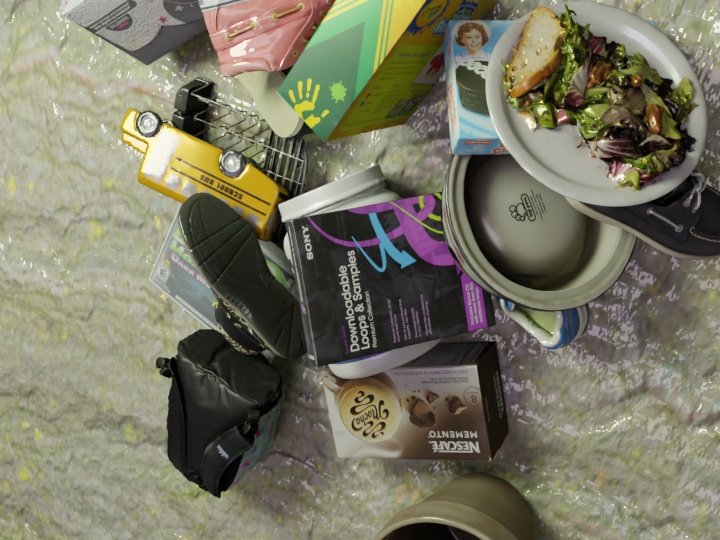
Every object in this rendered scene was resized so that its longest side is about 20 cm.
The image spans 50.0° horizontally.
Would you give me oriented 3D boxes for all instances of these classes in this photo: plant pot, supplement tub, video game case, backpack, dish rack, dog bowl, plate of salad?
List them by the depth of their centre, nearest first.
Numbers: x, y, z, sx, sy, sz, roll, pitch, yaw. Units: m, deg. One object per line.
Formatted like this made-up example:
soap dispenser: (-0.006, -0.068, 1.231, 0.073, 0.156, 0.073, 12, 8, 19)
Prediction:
plate of salad: (0.204, -0.151, 0.653, 0.199, 0.201, 0.048, 39, 160, 9)
dog bowl: (0.165, -0.058, 0.749, 0.195, 0.074, 0.205, 2, 81, -13)
supplement tub: (0.000, 0.000, 0.854, 0.143, 0.145, 0.204, -18, 97, 28)
plant pot: (0.123, 0.325, 0.877, 0.196, 0.173, 0.205, 8, 109, 23)
dish rack: (-0.151, -0.130, 0.940, 0.197, 0.054, 0.156, 23, 115, 15)
video game case: (-0.163, 0.014, 0.969, 0.199, 0.023, 0.183, 39, 130, 3)
backpack: (-0.175, 0.190, 0.995, 0.166, 0.126, 0.203, 33, 128, 24)

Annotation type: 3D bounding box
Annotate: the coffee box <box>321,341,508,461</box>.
coffee box: (0.064, 0.153, 0.906, 0.196, 0.080, 0.116, -5, 102, 26)

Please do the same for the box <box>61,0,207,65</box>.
box: (-0.216, -0.336, 0.842, 0.197, 0.131, 0.117, -20, 68, 28)

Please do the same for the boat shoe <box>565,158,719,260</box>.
boat shoe: (0.283, -0.064, 0.703, 0.196, 0.074, 0.063, 16, 157, -12)

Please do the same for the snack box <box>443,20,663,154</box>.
snack box: (0.177, -0.168, 0.706, 0.195, 0.037, 0.119, -2, 74, -5)

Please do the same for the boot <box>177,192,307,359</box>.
boot: (-0.147, 0.017, 0.870, 0.205, 0.073, 0.153, 53, 156, -10)

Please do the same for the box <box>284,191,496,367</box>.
box: (0.032, 0.004, 0.770, 0.196, 0.036, 0.146, -12, 94, -16)

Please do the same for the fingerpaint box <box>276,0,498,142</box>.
fingerpaint box: (0.031, -0.220, 0.743, 0.073, 0.199, 0.167, 44, 119, 8)

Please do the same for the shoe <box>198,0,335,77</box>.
shoe: (-0.062, -0.264, 0.799, 0.196, 0.072, 0.093, -15, 111, -3)

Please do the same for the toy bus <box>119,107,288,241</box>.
toy bus: (-0.180, -0.110, 0.873, 0.197, 0.065, 0.080, 25, 93, 5)

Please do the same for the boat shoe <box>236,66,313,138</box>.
boat shoe: (-0.102, -0.239, 0.880, 0.074, 0.062, 0.204, -42, 72, 39)

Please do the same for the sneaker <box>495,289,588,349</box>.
sneaker: (0.165, -0.004, 0.814, 0.201, 0.077, 0.076, 50, 120, 7)
